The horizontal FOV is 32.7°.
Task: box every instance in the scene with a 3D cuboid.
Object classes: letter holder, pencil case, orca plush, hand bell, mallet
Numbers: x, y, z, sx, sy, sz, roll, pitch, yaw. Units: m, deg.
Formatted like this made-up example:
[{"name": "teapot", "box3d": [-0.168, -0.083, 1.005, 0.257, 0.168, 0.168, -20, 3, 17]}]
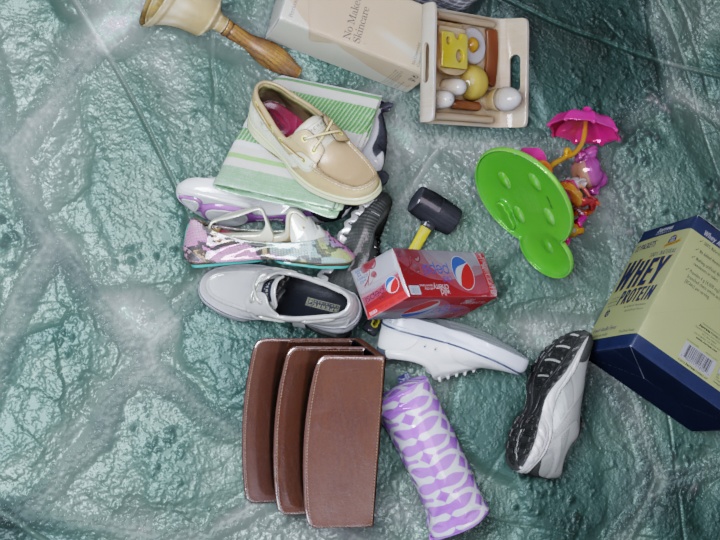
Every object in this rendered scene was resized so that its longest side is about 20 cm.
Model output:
[{"name": "letter holder", "box3d": [-0.058, 0.184, 1.407, 0.142, 0.101, 0.200, 2, 99, -17]}, {"name": "pencil case", "box3d": [0.081, 0.226, 1.486, 0.085, 0.084, 0.200, -26, 89, 15]}, {"name": "orca plush", "box3d": [-0.016, -0.122, 1.492, 0.105, 0.071, 0.200, 5, 49, 3]}, {"name": "hand bell", "box3d": [-0.155, -0.292, 1.489, 0.200, 0.104, 0.104, 28, 74, -25]}, {"name": "mallet", "box3d": [0.050, -0.015, 1.534, 0.066, 0.041, 0.200, 39, 76, -11]}]

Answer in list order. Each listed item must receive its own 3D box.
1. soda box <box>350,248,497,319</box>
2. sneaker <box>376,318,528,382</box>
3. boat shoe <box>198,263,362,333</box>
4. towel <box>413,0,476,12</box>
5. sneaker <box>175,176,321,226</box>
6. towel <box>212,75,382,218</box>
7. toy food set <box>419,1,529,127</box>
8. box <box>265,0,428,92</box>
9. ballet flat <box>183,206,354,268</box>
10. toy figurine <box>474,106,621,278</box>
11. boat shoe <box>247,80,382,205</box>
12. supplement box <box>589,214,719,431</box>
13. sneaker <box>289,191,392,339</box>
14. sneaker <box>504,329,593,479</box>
[{"name": "soda box", "box3d": [0.080, 0.017, 1.462, 0.200, 0.070, 0.064, 2, 63, -53]}, {"name": "sneaker", "box3d": [0.111, 0.103, 1.527, 0.200, 0.073, 0.071, 18, 100, -14]}, {"name": "boat shoe", "box3d": [-0.098, 0.029, 1.422, 0.200, 0.066, 0.072, 15, 76, 14]}, {"name": "towel", "box3d": [0.060, -0.382, 1.521, 0.200, 0.166, 0.086, 16, 83, -15]}, {"name": "sneaker", "box3d": [-0.127, -0.105, 1.474, 0.200, 0.075, 0.100, 1, 75, -27]}, {"name": "towel", "box3d": [-0.069, -0.152, 1.453, 0.152, 0.023, 0.200, 14, 52, 9]}, {"name": "toy food set", "box3d": [0.146, -0.254, 1.536, 0.200, 0.060, 0.144, -4, 96, -49]}, {"name": "box", "box3d": [-0.008, -0.306, 1.531, 0.200, 0.078, 0.095, 17, 77, -15]}, {"name": "ballet flat", "box3d": [-0.105, -0.039, 1.418, 0.200, 0.069, 0.071, 1, 104, -6]}, {"name": "toy figurine", "box3d": [0.271, -0.122, 1.585, 0.184, 0.150, 0.200, -42, 118, -28]}, {"name": "boat shoe", "box3d": [-0.057, -0.146, 1.391, 0.200, 0.066, 0.074, 36, 59, 25]}, {"name": "supplement box", "box3d": [0.435, 0.073, 1.594, 0.200, 0.134, 0.200, 35, 73, -11]}, {"name": "sneaker", "box3d": [0.000, 0.000, 1.485, 0.090, 0.066, 0.200, 28, 77, 14]}, {"name": "sneaker", "box3d": [0.252, 0.170, 1.560, 0.079, 0.074, 0.200, 26, 81, -23]}]
